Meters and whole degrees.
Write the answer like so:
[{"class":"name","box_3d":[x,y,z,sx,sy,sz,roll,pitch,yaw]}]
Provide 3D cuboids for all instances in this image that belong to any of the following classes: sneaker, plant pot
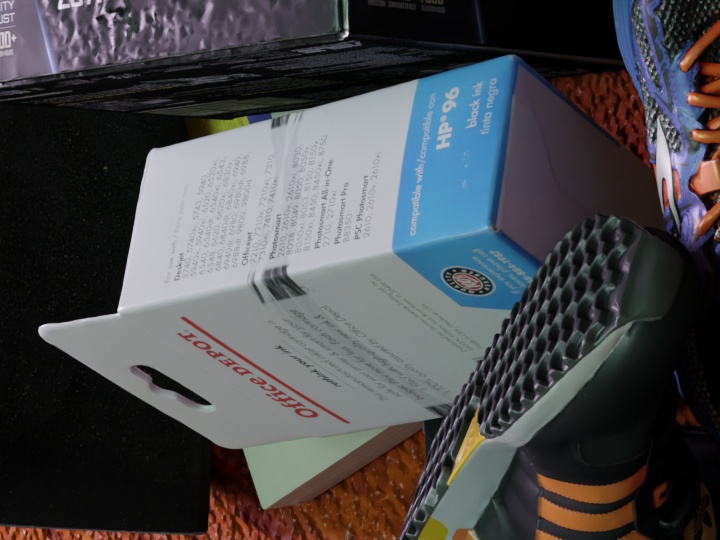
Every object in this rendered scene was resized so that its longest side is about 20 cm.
[{"class":"sneaker","box_3d":[0.122,-0.026,0.828,0.079,0.075,0.201,-98,-4,-62]},{"class":"sneaker","box_3d":[0.079,0.054,0.851,0.200,0.090,0.070,122,170,-56]},{"class":"plant pot","box_3d":[-0.175,-0.009,1.117,0.199,0.199,0.179,21,103,57]}]

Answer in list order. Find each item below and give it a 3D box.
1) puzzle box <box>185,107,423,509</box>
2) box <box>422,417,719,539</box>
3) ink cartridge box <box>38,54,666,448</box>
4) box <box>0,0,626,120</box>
[{"class":"puzzle box","box_3d":[-0.023,-0.024,1.078,0.133,0.025,0.201,-36,67,45]},{"class":"box","box_3d":[0.098,0.124,0.944,0.199,0.036,0.144,5,96,48]},{"class":"ink cartridge box","box_3d":[0.000,0.000,0.945,0.199,0.116,0.068,-12,57,36]},{"class":"box","box_3d":[-0.029,-0.106,0.948,0.199,0.163,0.087,-4,87,41]}]
